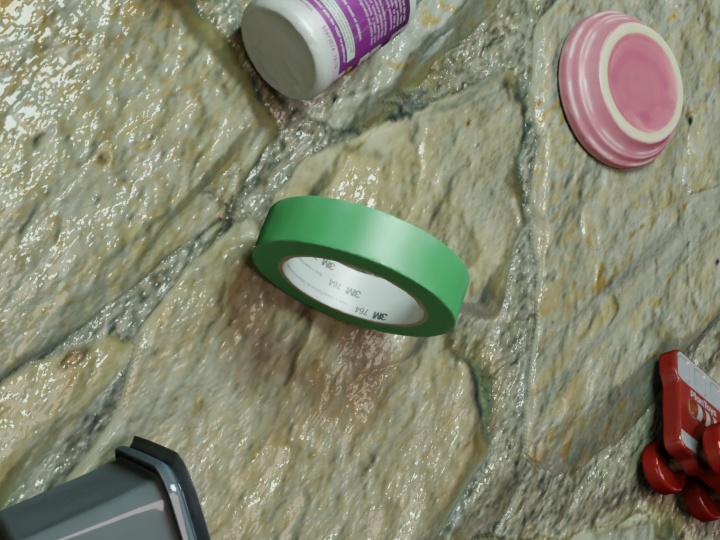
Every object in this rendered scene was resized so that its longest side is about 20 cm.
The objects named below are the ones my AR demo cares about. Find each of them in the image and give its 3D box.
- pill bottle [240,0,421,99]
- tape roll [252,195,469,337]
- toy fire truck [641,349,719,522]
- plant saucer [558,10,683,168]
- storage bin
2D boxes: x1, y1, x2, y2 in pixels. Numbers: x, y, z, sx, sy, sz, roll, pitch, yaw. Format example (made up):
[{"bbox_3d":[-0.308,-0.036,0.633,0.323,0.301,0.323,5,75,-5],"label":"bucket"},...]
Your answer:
[{"bbox_3d":[-0.015,-0.265,1.077,0.200,0.112,0.112,-42,107,-29],"label":"pill bottle"},{"bbox_3d":[0.000,0.000,1.002,0.200,0.200,0.048,31,68,-27],"label":"tape roll"},{"bbox_3d":[0.442,0.209,1.339,0.200,0.112,0.168,35,48,-27],"label":"toy fire truck"},{"bbox_3d":[0.336,-0.230,1.344,0.200,0.051,0.201,5,82,-34],"label":"plant saucer"},{"bbox_3d":[-0.205,0.227,0.854,0.134,0.200,0.146,-18,94,-23],"label":"storage bin"}]
